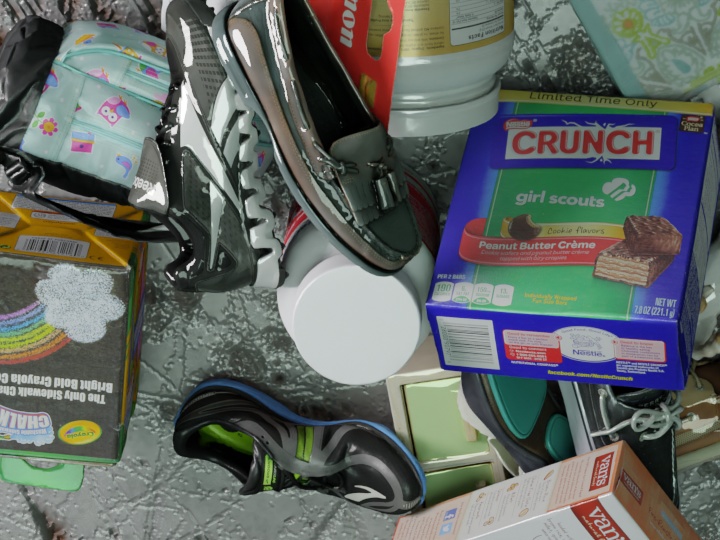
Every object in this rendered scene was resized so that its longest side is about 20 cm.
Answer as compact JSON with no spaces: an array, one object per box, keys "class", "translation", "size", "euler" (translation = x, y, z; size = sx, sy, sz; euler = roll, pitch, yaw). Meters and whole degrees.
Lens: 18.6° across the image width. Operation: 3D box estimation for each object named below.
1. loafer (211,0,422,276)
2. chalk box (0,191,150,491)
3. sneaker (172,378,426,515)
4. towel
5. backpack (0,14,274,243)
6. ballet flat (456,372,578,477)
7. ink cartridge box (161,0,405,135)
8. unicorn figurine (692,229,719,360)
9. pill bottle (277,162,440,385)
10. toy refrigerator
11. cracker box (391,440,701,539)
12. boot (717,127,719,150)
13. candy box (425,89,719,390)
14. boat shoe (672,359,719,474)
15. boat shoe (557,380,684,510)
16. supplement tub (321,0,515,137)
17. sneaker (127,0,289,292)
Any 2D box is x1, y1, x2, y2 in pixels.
[{"class":"loafer","translation":[-0.018,-0.089,1.372],"size":[0.063,0.072,0.200],"euler":[-30,96,41]},{"class":"chalk box","translation":[-0.223,0.060,1.578],"size":[0.124,0.124,0.201],"euler":[7,112,-2]},{"class":"sneaker","translation":[-0.047,0.142,1.600],"size":[0.199,0.083,0.071],"euler":[17,126,15]},{"class":"towel","translation":[0.220,-0.211,1.476],"size":[0.171,0.048,0.200],"euler":[-29,123,11]},{"class":"backpack","translation":[-0.156,-0.100,1.500],"size":[0.199,0.167,0.127],"euler":[19,106,-12]},{"class":"ballet flat","translation":[0.110,0.106,1.550],"size":[0.073,0.073,0.200],"euler":[-31,123,13]},{"class":"ink cartridge box","translation":[-0.052,-0.191,1.408],"size":[0.050,0.200,0.162],"euler":[-17,129,-34]},{"class":"unicorn figurine","translation":[0.242,0.009,1.553],"size":[0.200,0.137,0.074],"euler":[-34,97,-1]},{"class":"pill bottle","translation":[0.000,0.000,1.504],"size":[0.112,0.200,0.113],"euler":[1,111,1]},{"class":"toy refrigerator","translation":[0.072,0.152,1.631],"size":[0.075,0.070,0.201],"euler":[-8,110,5]},{"class":"cracker box","translation":[0.135,0.210,1.551],"size":[0.199,0.058,0.134],"euler":[-24,118,32]},{"class":"boot","translation":[0.349,-0.094,1.542],"size":[0.199,0.074,0.076],"euler":[10,83,2]},{"class":"candy box","translation":[0.147,-0.025,1.472],"size":[0.168,0.201,0.077],"euler":[4,139,15]},{"class":"boat shoe","translation":[0.236,0.101,1.606],"size":[0.200,0.076,0.072],"euler":[-35,104,12]},{"class":"boat shoe","translation":[0.190,0.093,1.533],"size":[0.073,0.068,0.200],"euler":[-23,100,-37]},{"class":"supplement tub","translation":[0.030,-0.201,1.456],"size":[0.144,0.145,0.201],"euler":[-1,112,2]},{"class":"sneaker","translation":[-0.110,-0.075,1.412],"size":[0.090,0.066,0.201],"euler":[-16,102,-18]}]
